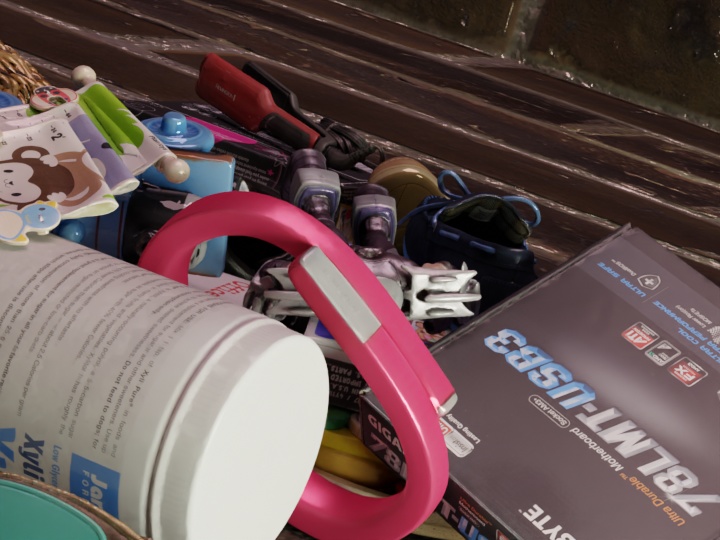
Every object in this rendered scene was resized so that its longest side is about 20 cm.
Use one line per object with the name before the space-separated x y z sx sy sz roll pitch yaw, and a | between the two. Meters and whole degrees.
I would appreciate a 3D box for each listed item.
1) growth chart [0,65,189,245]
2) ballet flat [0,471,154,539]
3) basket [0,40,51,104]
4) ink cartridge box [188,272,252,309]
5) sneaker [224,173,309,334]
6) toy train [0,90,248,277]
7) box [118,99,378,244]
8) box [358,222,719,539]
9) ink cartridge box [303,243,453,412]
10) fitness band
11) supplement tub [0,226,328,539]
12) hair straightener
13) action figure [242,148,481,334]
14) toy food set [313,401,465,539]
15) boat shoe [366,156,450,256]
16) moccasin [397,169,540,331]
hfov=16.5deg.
growth chart | -0.187 -0.054 1.252 0.200 0.018 0.145 -14 36 -34
ballet flat | -0.103 0.143 1.064 0.200 0.071 0.065 21 -14 16
basket | -0.325 -0.107 1.692 0.200 0.143 0.149 21 13 28
ink cartridge box | -0.162 0.031 1.409 0.200 0.085 0.145 17 13 16
sneaker | -0.063 0.003 1.519 0.098 0.071 0.200 1 -33 31
toy train | -0.162 -0.040 1.335 0.200 0.087 0.114 9 24 3
box | -0.080 -0.039 1.760 0.200 0.115 0.132 22 12 25
box | 0.135 0.084 1.288 0.198 0.050 0.200 -29 50 -25
ink cartridge box | 0.068 0.050 1.447 0.198 0.043 0.200 14 18 1
fitness band | -0.032 0.051 1.254 0.144 0.200 0.037 -28 11 45
supplement tub | -0.132 0.058 1.212 0.200 0.132 0.132 20 13 24
hair straightener | -0.035 -0.107 1.749 0.077 0.041 0.200 6 14 -39
action figure | 0.000 0.000 1.373 0.130 0.069 0.200 11 20 -11
toy food set | 0.030 0.102 1.409 0.200 0.049 0.198 17 12 5
boat shoe | 0.042 -0.023 1.716 0.071 0.065 0.200 -12 -35 8
moccasin | 0.078 -0.014 1.469 0.080 0.068 0.200 9 17 -17
